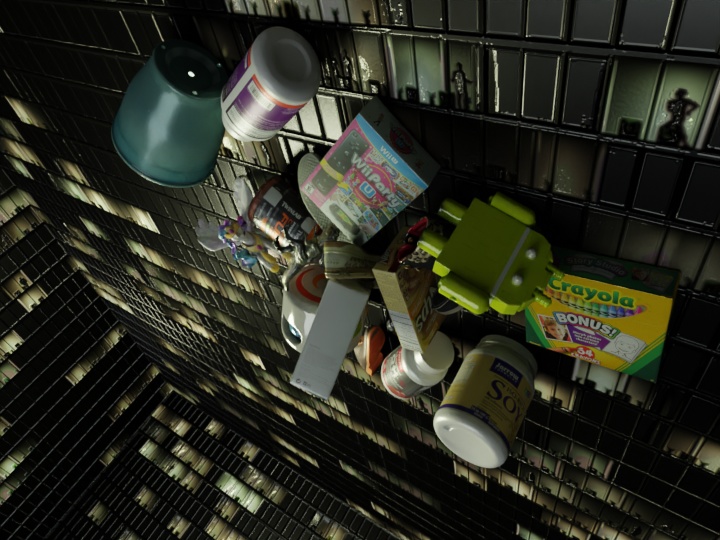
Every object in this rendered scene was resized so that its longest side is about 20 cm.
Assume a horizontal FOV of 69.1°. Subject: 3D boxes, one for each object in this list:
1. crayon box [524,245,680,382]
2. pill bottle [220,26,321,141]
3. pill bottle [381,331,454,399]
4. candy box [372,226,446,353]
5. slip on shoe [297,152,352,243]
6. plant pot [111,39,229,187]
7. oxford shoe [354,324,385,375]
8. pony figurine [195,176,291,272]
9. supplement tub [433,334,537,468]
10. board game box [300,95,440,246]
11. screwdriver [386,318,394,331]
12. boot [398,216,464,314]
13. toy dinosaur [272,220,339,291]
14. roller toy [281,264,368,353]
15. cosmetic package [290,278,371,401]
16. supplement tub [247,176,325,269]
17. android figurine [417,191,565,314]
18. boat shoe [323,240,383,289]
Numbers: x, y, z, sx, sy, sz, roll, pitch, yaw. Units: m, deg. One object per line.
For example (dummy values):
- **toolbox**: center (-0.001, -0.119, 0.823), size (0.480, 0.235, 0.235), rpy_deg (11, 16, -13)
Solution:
- **crayon box**: center (0.343, 0.060, 0.769), size (0.196, 0.059, 0.175), rpy_deg (16, 141, 34)
- **pill bottle**: center (-0.150, -0.279, 0.822), size (0.113, 0.113, 0.198), rpy_deg (48, 148, -16)
- **pill bottle**: center (0.124, 0.201, 1.130), size (0.110, 0.111, 0.201), rpy_deg (38, 149, 1)
- **candy box**: center (0.097, 0.037, 0.949), size (0.054, 0.116, 0.203), rpy_deg (11, 139, 37)
- **slip on shoe**: center (-0.054, -0.121, 0.966), size (0.073, 0.061, 0.204), rpy_deg (-22, 104, 26)
- **plant pot**: center (-0.324, -0.291, 0.936), size (0.199, 0.201, 0.188), rpy_deg (41, 133, -5)
- **oxford shoe**: center (0.013, 0.187, 1.273), size (0.072, 0.071, 0.203), rpy_deg (32, 148, 21)
- **pony figurine**: center (-0.243, -0.082, 1.126), size (0.199, 0.168, 0.193), rpy_deg (33, -173, -47)
- **supplement tub**: center (0.236, 0.237, 0.969), size (0.143, 0.201, 0.147), rpy_deg (26, 147, 18)
- **board game box**: center (0.009, -0.149, 0.833), size (0.147, 0.065, 0.199), rpy_deg (43, 138, -7)
- **screwdriver**: center (0.071, 0.105, 1.085), size (0.028, 0.029, 0.200), rpy_deg (7, 168, 3)
- **boot**: center (0.129, -0.005, 0.853), size (0.147, 0.075, 0.200), rpy_deg (19, 148, -15)
- **toy dinosaur**: center (-0.118, -0.039, 0.968), size (0.088, 0.048, 0.200), rpy_deg (41, 125, -9)
- **roller toy**: center (-0.076, 0.087, 1.110), size (0.177, 0.201, 0.143), rpy_deg (13, 121, 5)
- **cosmetic package**: center (-0.051, 0.111, 0.948), size (0.079, 0.205, 0.113), rpy_deg (23, -169, 0)
- **supplement tub**: center (-0.120, -0.087, 1.035), size (0.198, 0.108, 0.107), rpy_deg (37, 149, 4)
- **android figurine**: center (0.182, -0.022, 0.723), size (0.197, 0.183, 0.041), rpy_deg (32, 158, 15)
- **boat shoe**: center (0.000, 0.000, 0.918), size (0.072, 0.065, 0.198), rpy_deg (0, 168, 38)
